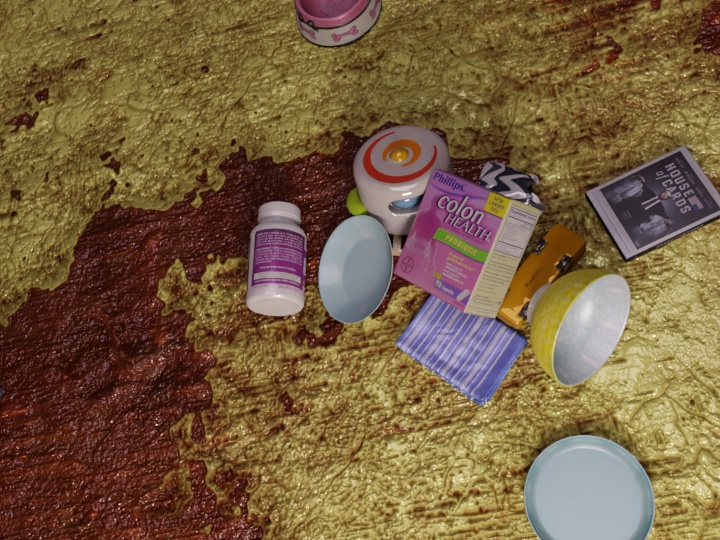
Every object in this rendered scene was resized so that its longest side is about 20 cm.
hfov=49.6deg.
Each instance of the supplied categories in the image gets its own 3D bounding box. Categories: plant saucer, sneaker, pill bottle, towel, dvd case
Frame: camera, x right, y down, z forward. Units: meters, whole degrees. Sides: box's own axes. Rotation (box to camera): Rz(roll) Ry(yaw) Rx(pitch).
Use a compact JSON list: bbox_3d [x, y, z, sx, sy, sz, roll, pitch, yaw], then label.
[{"bbox_3d":[0.363,0.366,1.240,0.199,0.027,0.201,-5,67,12],"label":"plant saucer"},{"bbox_3d":[0.267,-0.102,1.422,0.129,0.080,0.200,11,62,27],"label":"sneaker"},{"bbox_3d":[-0.158,-0.024,1.480,0.111,0.112,0.201,-4,68,12],"label":"pill bottle"},{"bbox_3d":[0.000,0.000,1.439,0.200,0.039,0.202,-14,71,44],"label":"plant saucer"},{"bbox_3d":[0.178,0.129,1.384,0.199,0.024,0.145,33,79,23],"label":"towel"},{"bbox_3d":[0.529,-0.120,1.395,0.199,0.025,0.151,-26,65,4],"label":"dvd case"}]

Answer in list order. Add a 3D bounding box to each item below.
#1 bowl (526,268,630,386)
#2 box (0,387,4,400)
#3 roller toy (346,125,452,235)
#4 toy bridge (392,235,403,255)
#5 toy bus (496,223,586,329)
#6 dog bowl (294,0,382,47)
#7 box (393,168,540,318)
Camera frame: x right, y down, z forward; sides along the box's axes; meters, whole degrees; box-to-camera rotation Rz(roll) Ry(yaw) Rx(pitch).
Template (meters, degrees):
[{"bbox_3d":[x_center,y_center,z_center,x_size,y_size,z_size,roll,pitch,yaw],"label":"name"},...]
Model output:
[{"bbox_3d":[0.341,0.079,1.286,0.200,0.200,0.107,-51,45,-9],"label":"bowl"},{"bbox_3d":[-0.837,0.296,1.527,0.199,0.104,0.183,5,71,16],"label":"box"},{"bbox_3d":[0.082,-0.174,1.444,0.182,0.140,0.200,23,60,29],"label":"roller toy"},{"bbox_3d":[0.073,-0.063,1.484,0.199,0.027,0.068,0,71,14],"label":"toy bridge"},{"bbox_3d":[0.312,0.013,1.366,0.065,0.078,0.200,36,81,23],"label":"toy bus"},{"bbox_3d":[-0.056,-0.593,1.704,0.199,0.074,0.201,-5,68,12],"label":"dog bowl"},{"bbox_3d":[0.179,-0.047,1.332,0.176,0.096,0.201,31,102,42],"label":"box"}]
